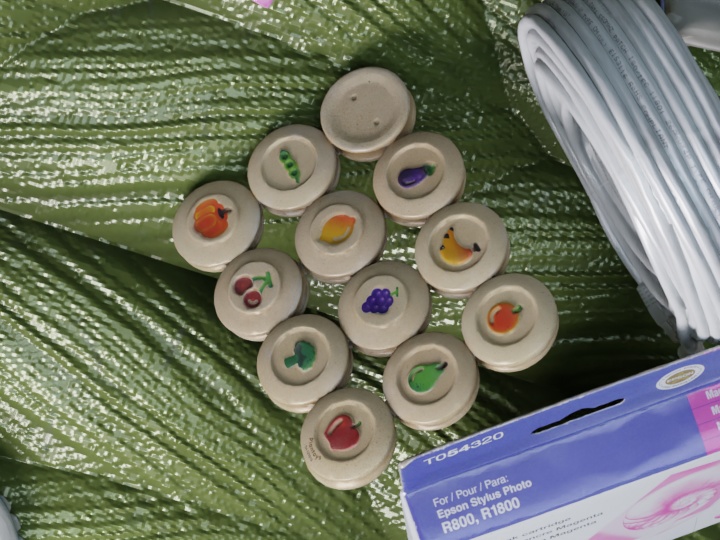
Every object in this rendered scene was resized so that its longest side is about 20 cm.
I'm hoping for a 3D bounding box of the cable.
[{"bbox_3d":[0.152,-0.056,1.399,0.069,0.200,0.201,-29,84,-1],"label":"cable"}]

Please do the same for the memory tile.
[{"bbox_3d":[0.000,0.000,1.412,0.153,0.200,0.017,-34,149,2],"label":"memory tile"}]

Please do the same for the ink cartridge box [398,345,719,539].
[{"bbox_3d":[0.120,0.116,1.454,0.195,0.200,0.043,-20,69,-3],"label":"ink cartridge box"}]

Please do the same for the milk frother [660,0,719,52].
[{"bbox_3d":[0.275,-0.140,1.441,0.187,0.181,0.201,15,138,21],"label":"milk frother"}]

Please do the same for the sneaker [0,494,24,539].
[{"bbox_3d":[-0.215,0.209,1.469,0.075,0.087,0.201,2,103,-8],"label":"sneaker"}]

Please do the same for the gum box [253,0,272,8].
[{"bbox_3d":[-0.095,-0.228,1.381,0.199,0.066,0.114,30,100,-16],"label":"gum box"}]
